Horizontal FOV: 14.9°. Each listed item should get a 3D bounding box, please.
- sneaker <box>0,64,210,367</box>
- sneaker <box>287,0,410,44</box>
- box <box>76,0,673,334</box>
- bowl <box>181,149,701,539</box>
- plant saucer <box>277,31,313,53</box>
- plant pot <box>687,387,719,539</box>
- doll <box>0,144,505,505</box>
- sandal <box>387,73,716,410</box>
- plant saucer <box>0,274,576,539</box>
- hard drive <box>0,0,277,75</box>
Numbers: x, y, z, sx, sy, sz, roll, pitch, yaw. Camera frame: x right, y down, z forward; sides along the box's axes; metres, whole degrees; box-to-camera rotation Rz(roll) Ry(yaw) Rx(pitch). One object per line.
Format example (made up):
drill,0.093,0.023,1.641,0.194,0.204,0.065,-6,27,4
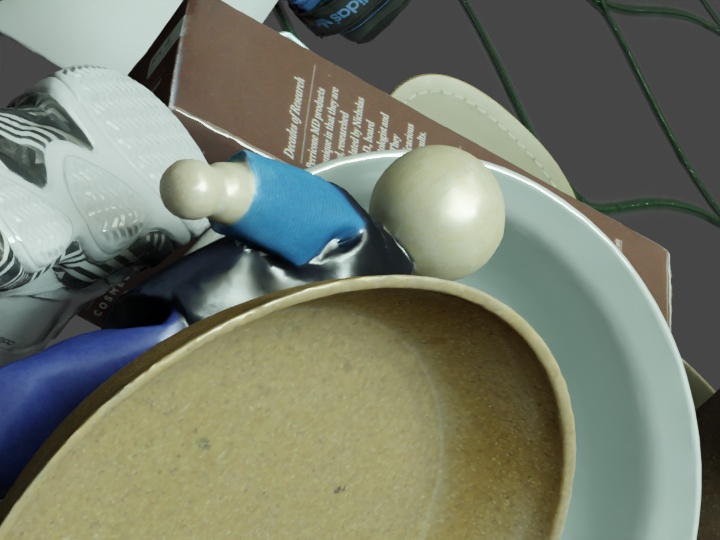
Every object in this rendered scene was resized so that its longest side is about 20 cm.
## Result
sneaker,-0.129,-0.002,0.764,0.075,0.115,0.200,56,24,14
sneaker,-0.023,-0.135,1.171,0.111,0.077,0.200,47,30,-20
box,0.000,0.000,0.947,0.199,0.100,0.075,28,37,-15
bowl,-0.001,0.065,0.862,0.201,0.201,0.090,40,-15,-19
plant saucer,0.022,0.000,1.027,0.200,0.070,0.019,40,-11,-17
plant pot,0.147,0.130,0.936,0.200,0.198,0.201,39,26,-23
doll,-0.041,0.023,0.755,0.048,0.199,0.137,41,-28,42
sandal,0.065,0.010,1.090,0.212,0.078,0.070,48,-4,-17
plant saucer,-0.032,0.079,0.741,0.200,0.201,0.035,20,17,-47
hard drive,-0.060,-0.161,1.007,0.132,0.200,0.027,29,11,-36
